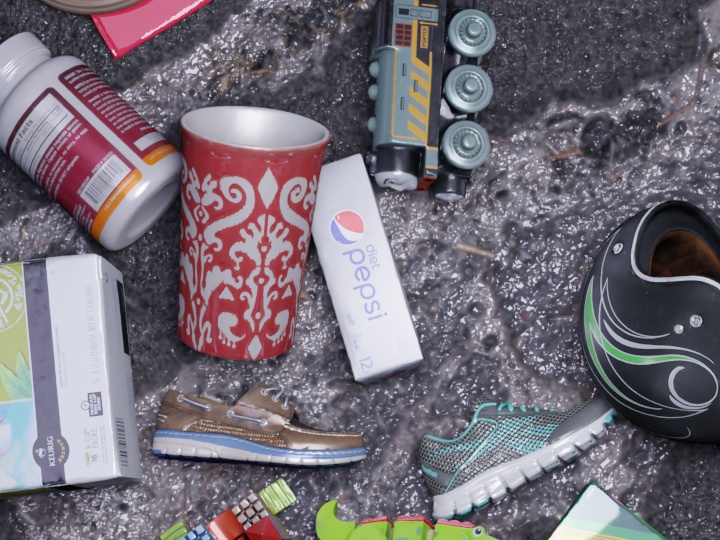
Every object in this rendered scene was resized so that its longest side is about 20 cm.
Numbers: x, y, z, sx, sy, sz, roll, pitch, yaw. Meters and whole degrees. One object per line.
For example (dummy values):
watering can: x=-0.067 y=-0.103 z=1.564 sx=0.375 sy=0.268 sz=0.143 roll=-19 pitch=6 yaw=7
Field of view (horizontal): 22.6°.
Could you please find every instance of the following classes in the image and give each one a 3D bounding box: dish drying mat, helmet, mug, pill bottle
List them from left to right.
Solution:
pill bottle: x=-0.263 y=-0.123 z=1.668 sx=0.200 sy=0.113 sz=0.113 roll=43 pitch=86 yaw=7
dish drying mat: x=-0.170 y=-0.287 z=1.735 sx=0.199 sy=0.018 sz=0.077 roll=-32 pitch=83 yaw=-3
mug: x=-0.100 y=-0.039 z=1.633 sx=0.132 sy=0.178 sz=0.202 roll=7 pitch=109 yaw=3
helmet: x=0.285 y=0.047 z=1.586 sx=0.190 sy=0.200 sz=0.201 roll=24 pitch=82 yaw=39

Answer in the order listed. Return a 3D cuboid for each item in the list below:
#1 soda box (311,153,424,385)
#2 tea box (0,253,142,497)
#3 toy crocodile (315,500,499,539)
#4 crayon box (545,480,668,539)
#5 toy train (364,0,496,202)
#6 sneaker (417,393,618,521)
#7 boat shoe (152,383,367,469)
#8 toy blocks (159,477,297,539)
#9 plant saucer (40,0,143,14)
soda box: x=0.000 y=0.000 z=1.666 sx=0.068 sy=0.063 sz=0.202 roll=-18 pitch=82 yaw=1
tea box: x=-0.309 y=0.101 z=1.627 sx=0.194 sy=0.134 sz=0.202 roll=-8 pitch=82 yaw=1
toy crocodile: x=0.053 y=0.246 z=1.614 sx=0.198 sy=0.068 sz=0.062 roll=1 pitch=65 yaw=20
crayon box: x=0.193 y=0.305 z=1.619 sx=0.118 sy=0.058 sz=0.201 roll=37 pitch=85 yaw=7
toy train: x=0.062 y=-0.165 z=1.669 sx=0.113 sy=0.085 sz=0.202 roll=5 pitch=80 yaw=-8
sneaker: x=0.139 y=0.149 z=1.637 sx=0.198 sy=0.078 sz=0.092 roll=-27 pitch=78 yaw=-3
boat shoe: x=-0.091 y=0.141 z=1.645 sx=0.197 sy=0.072 sz=0.073 roll=4 pitch=81 yaw=3
toy blocks: x=-0.140 y=0.262 z=1.597 sx=0.199 sy=0.137 sz=0.100 roll=-36 pitch=82 yaw=-3
plant saucer: x=-0.255 y=-0.345 z=1.731 sx=0.198 sy=0.029 sz=0.203 roll=-1 pitch=77 yaw=6
